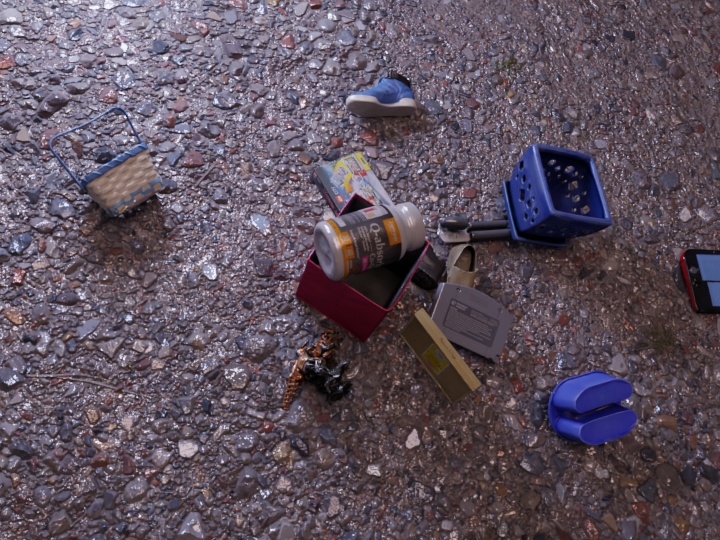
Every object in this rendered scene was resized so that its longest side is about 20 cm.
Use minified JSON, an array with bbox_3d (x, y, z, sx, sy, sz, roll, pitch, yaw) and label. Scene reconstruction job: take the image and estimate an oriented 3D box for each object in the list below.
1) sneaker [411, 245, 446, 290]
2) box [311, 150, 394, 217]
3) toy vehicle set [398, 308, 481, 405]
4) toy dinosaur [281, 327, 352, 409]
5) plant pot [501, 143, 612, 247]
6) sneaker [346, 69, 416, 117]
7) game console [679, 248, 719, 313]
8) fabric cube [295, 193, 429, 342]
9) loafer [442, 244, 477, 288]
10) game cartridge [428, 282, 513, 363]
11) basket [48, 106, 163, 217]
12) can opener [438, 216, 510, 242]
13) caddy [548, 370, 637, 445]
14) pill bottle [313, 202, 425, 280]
[{"bbox_3d":[0.118,-0.045,1.489,0.200,0.076,0.091,43,56,-3],"label":"sneaker"},{"bbox_3d":[-0.012,-0.182,1.527,0.136,0.038,0.201,-25,75,-23],"label":"box"},{"bbox_3d":[0.167,0.188,1.358,0.026,0.124,0.201,-32,77,-25],"label":"toy vehicle set"},{"bbox_3d":[-0.090,0.210,1.314,0.135,0.102,0.201,25,75,24],"label":"toy dinosaur"},{"bbox_3d":[0.468,-0.171,1.556,0.198,0.180,0.202,4,65,-24],"label":"plant pot"},{"bbox_3d":[0.048,-0.469,1.649,0.198,0.077,0.113,-4,73,-21],"label":"sneaker"},{"bbox_3d":[0.960,0.029,1.690,0.197,0.031,0.179,2,65,-13],"label":"game console"},{"bbox_3d":[0.000,0.000,1.358,0.199,0.200,0.197,33,61,2],"label":"fabric cube"},{"bbox_3d":[0.233,0.023,1.479,0.075,0.068,0.202,11,66,-10],"label":"loafer"},{"bbox_3d":[0.247,0.112,1.427,0.198,0.040,0.135,26,82,-16],"label":"game cartridge"},{"bbox_3d":[-0.534,-0.226,1.343,0.176,0.139,0.201,-36,109,-26],"label":"basket"},{"bbox_3d":[0.284,-0.100,1.557,0.198,0.067,0.053,-2,68,-21],"label":"can opener"},{"bbox_3d":[0.516,0.306,1.410,0.198,0.105,0.143,-10,91,-19],"label":"caddy"},{"bbox_3d":[0.019,-0.062,1.215,0.198,0.117,0.117,-18,72,-20],"label":"pill bottle"}]
